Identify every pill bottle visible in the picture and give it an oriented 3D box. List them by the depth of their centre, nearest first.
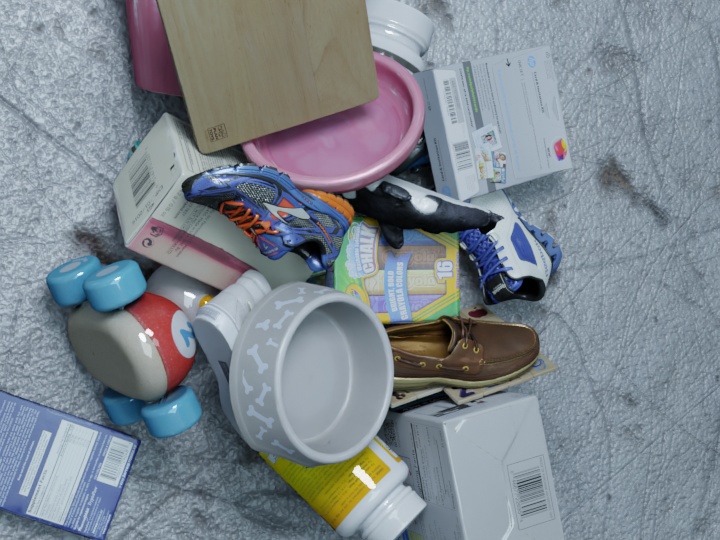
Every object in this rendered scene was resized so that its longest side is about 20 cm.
[{"bbox_3d":[-0.023,0.221,1.455,0.200,0.109,0.109,43,74,10],"label":"pill bottle"},{"bbox_3d":[0.008,-0.207,1.504,0.114,0.114,0.200,23,81,-19],"label":"pill bottle"}]

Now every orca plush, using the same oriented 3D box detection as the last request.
[{"bbox_3d":[0.052,-0.059,1.429,0.200,0.105,0.071,13,103,-25],"label":"orca plush"}]

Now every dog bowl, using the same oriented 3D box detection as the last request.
[{"bbox_3d":[-0.043,0.110,1.345,0.200,0.059,0.200,1,89,-47],"label":"dog bowl"}]

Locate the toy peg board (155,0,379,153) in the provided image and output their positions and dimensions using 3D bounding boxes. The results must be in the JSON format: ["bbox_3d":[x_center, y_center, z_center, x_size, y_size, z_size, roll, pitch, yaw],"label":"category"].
[{"bbox_3d":[-0.100,-0.250,1.314,0.199,0.098,0.200,-19,133,-9],"label":"toy peg board"}]

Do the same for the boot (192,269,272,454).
[{"bbox_3d":[-0.105,0.097,1.373,0.096,0.074,0.200,-44,135,-34],"label":"boot"}]

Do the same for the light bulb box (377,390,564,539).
[{"bbox_3d":[0.121,0.245,1.495,0.125,0.200,0.198,-12,94,-22],"label":"light bulb box"}]

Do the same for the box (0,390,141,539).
[{"bbox_3d":[-0.353,0.207,1.404,0.200,0.032,0.121,23,81,-21],"label":"box"}]

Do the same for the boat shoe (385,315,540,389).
[{"bbox_3d":[0.108,0.087,1.448,0.200,0.068,0.072,-5,50,-9],"label":"boat shoe"}]

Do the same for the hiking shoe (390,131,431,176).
[{"bbox_3d":[0.122,-0.149,1.567,0.200,0.074,0.087,-26,98,-19],"label":"hiking shoe"}]

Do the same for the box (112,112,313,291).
[{"bbox_3d":[-0.149,-0.059,1.388,0.200,0.128,0.109,27,114,-33],"label":"box"}]

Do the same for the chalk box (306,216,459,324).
[{"bbox_3d":[0.000,0.000,1.493,0.200,0.124,0.124,1,90,-22],"label":"chalk box"}]

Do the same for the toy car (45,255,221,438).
[{"bbox_3d":[-0.200,0.047,1.402,0.200,0.177,0.184,-33,111,-31],"label":"toy car"}]

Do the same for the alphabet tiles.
[{"bbox_3d":[0.101,0.104,1.512,0.200,0.167,0.008,-17,123,-22],"label":"alphabet tiles"}]

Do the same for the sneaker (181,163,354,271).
[{"bbox_3d":[-0.088,-0.053,1.285,0.200,0.075,0.078,17,70,-35],"label":"sneaker"}]

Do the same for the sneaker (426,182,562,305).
[{"bbox_3d":[0.160,-0.028,1.552,0.199,0.081,0.115,36,39,-17],"label":"sneaker"}]

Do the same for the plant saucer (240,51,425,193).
[{"bbox_3d":[-0.030,-0.154,1.385,0.200,0.051,0.201,-4,53,5],"label":"plant saucer"}]

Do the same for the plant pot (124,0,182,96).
[{"bbox_3d":[-0.174,-0.283,1.405,0.200,0.200,0.179,2,104,-21],"label":"plant pot"}]

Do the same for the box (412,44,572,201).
[{"bbox_3d":[0.159,-0.174,1.526,0.200,0.041,0.156,-19,100,-37],"label":"box"}]

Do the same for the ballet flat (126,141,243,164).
[{"bbox_3d":[-0.168,-0.106,1.470,0.200,0.074,0.074,4,88,-19],"label":"ballet flat"}]
